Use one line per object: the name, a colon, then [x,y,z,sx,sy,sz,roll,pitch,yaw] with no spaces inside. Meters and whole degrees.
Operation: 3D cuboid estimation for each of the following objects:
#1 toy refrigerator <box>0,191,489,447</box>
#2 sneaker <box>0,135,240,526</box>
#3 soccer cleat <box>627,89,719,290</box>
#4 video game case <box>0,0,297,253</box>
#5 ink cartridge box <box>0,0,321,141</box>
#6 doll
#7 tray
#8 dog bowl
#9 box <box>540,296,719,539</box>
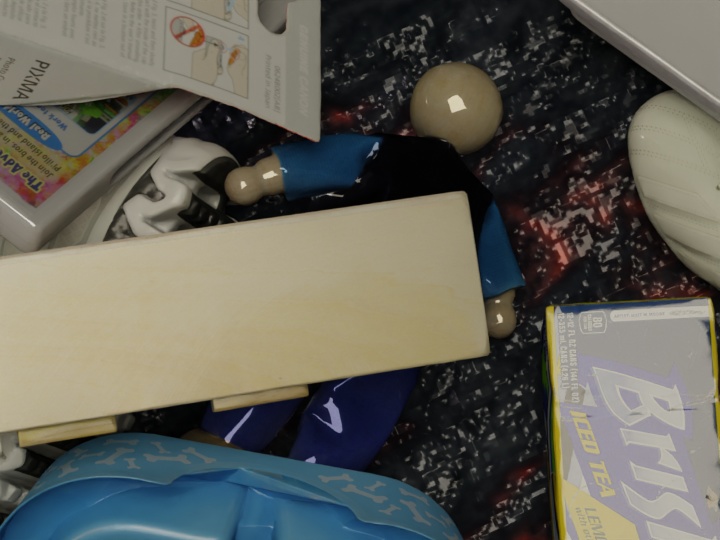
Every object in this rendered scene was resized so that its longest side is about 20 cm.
toy refrigerator: [-0.058,0.020,0.826,0.199,0.076,0.070,-8,89,-11]
sneaker: [-0.127,0.027,0.900,0.081,0.075,0.200,27,80,21]
soccer cleat: [0.181,0.003,0.880,0.069,0.078,0.200,-35,80,-4]
video game case: [-0.151,-0.119,0.897,0.200,0.024,0.182,38,52,10]
ink cartridge box: [-0.113,-0.131,0.886,0.199,0.047,0.161,18,50,-25]
doll: [0.000,0.000,0.900,0.136,0.048,0.200,32,80,-11]
tray: [0.168,-0.081,0.903,0.200,0.022,0.107,37,40,8]
dog bowl: [-0.045,0.123,0.856,0.199,0.050,0.112,11,117,-3]
box: [0.112,0.114,0.871,0.070,0.064,0.201,-3,81,2]
